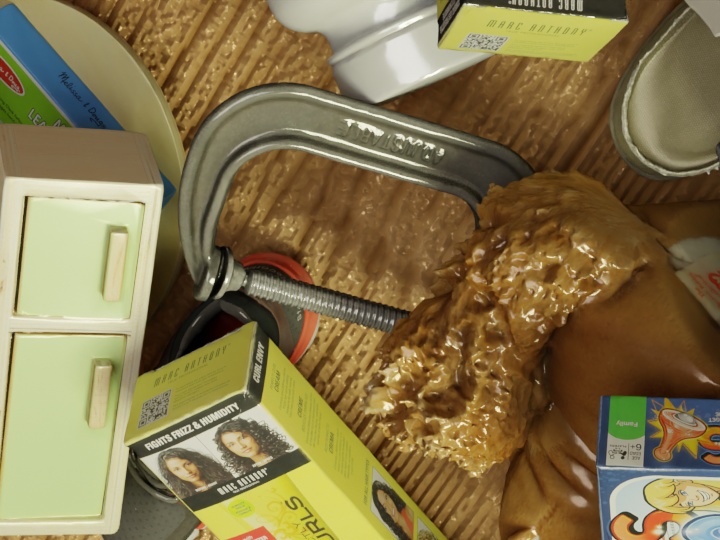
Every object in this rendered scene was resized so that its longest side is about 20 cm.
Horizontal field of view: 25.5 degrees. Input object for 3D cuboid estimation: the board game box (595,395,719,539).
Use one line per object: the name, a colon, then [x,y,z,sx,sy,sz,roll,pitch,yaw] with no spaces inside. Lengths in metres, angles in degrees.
board game box: [0.170,0.125,0.669,0.134,0.035,0.201,1,140,13]

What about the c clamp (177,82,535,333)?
c clamp: [0.000,0.000,0.754,0.199,0.027,0.171,21,121,-18]

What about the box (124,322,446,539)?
box: [-0.026,0.118,0.785,0.075,0.050,0.200,-25,124,21]

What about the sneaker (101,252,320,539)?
sneaker: [-0.097,0.078,0.841,0.077,0.082,0.201,33,111,11]

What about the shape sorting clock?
shape sorting clock: [-0.175,-0.049,0.864,0.199,0.039,0.201,10,111,29]

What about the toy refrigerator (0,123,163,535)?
toy refrigerator: [-0.150,0.034,0.793,0.075,0.070,0.201,3,117,-18]

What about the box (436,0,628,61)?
box: [0.070,-0.194,0.681,0.075,0.050,0.202,2,78,-13]

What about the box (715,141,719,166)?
box: [0.283,-0.020,0.628,0.200,0.123,0.198,43,115,-15]

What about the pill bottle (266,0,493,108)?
pill bottle: [-0.008,-0.179,0.735,0.111,0.111,0.201,-23,94,23]

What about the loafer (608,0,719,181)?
loafer: [0.188,-0.111,0.701,0.200,0.068,0.076,-41,86,23]

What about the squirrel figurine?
squirrel figurine: [0.100,0.058,0.735,0.199,0.142,0.187,24,131,-11]

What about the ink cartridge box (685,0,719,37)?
ink cartridge box: [0.168,-0.211,0.654,0.067,0.117,0.201,25,113,-24]
